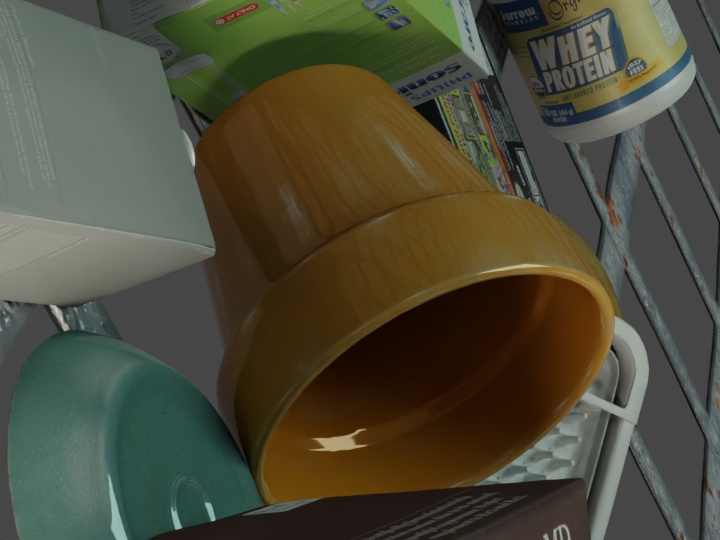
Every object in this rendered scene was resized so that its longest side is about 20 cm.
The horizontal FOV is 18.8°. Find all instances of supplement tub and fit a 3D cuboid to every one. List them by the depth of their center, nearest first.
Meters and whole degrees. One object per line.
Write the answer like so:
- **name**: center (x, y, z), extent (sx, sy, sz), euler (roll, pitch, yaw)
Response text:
- **supplement tub**: center (0.192, -0.228, 1.891), extent (0.200, 0.144, 0.145), euler (63, 21, -16)

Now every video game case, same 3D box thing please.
- **video game case**: center (0.063, -0.112, 1.440), extent (0.201, 0.025, 0.181), euler (69, 18, 5)

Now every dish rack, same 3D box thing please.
- **dish rack**: center (0.071, 0.101, 1.239), extent (0.171, 0.043, 0.201), euler (26, 72, -28)

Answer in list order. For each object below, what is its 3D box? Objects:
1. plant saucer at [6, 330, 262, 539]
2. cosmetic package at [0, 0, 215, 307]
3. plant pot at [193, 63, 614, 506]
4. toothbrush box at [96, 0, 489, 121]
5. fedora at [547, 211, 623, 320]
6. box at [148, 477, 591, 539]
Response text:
- **plant saucer**: center (-0.087, 0.116, 0.976), extent (0.200, 0.036, 0.200), euler (53, 25, -38)
- **cosmetic package**: center (-0.148, -0.049, 0.911), extent (0.200, 0.090, 0.107), euler (19, 52, -69)
- **plant pot**: center (0.000, 0.000, 1.117), extent (0.200, 0.200, 0.184), euler (37, 19, -56)
- **toothbrush box**: center (-0.038, -0.150, 1.208), extent (0.200, 0.145, 0.086), euler (32, 41, -58)
- **fedora**: center (0.068, 0.052, 1.317), extent (0.200, 0.082, 0.201), euler (4, 82, -31)
- **box**: center (0.004, 0.199, 0.874), extent (0.166, 0.164, 0.201), euler (-9, 92, -65)
